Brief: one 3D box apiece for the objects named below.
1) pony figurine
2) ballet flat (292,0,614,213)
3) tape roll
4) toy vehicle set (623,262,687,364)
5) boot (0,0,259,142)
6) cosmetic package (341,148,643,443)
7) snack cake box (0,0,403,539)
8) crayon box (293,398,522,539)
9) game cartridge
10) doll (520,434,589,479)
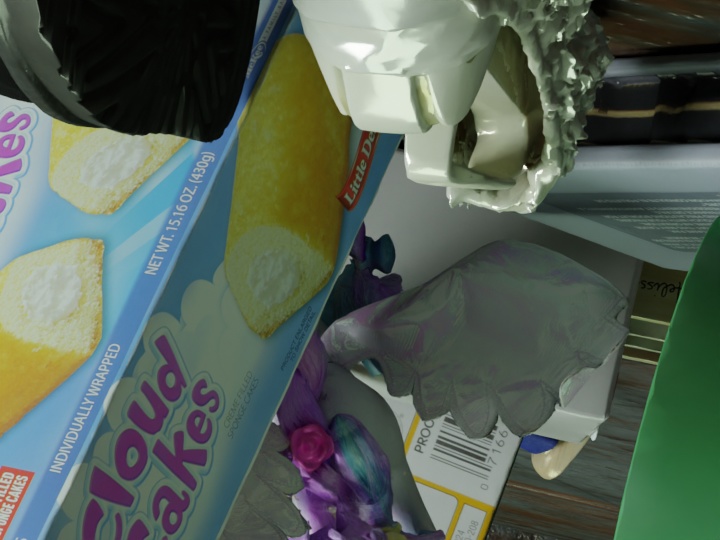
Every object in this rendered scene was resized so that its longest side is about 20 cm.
[{"bbox_3d":[-0.012,0.049,0.897,0.166,0.200,0.193,-24,-143,-13],"label":"pony figurine"},{"bbox_3d":[0.022,-0.056,0.678,0.072,0.072,0.200,11,171,19],"label":"ballet flat"},{"bbox_3d":[0.104,0.086,0.785,0.048,0.201,0.200,10,172,13],"label":"tape roll"},{"bbox_3d":[0.115,0.016,1.152,0.200,0.027,0.124,12,172,15],"label":"toy vehicle set"},{"bbox_3d":[-0.116,-0.080,0.686,0.158,0.080,0.211,13,173,7],"label":"boot"},{"bbox_3d":[0.000,0.000,1.041,0.200,0.090,0.107,11,172,-1],"label":"cosmetic package"},{"bbox_3d":[-0.079,0.012,0.804,0.115,0.200,0.067,8,154,37],"label":"snack cake box"},{"bbox_3d":[-0.038,0.049,1.117,0.200,0.126,0.052,22,172,-4],"label":"crayon box"},{"bbox_3d":[0.120,-0.026,0.824,0.133,0.041,0.200,23,169,-33],"label":"game cartridge"},{"bbox_3d":[0.007,0.025,1.256,0.200,0.048,0.136,27,-164,-28],"label":"doll"}]
